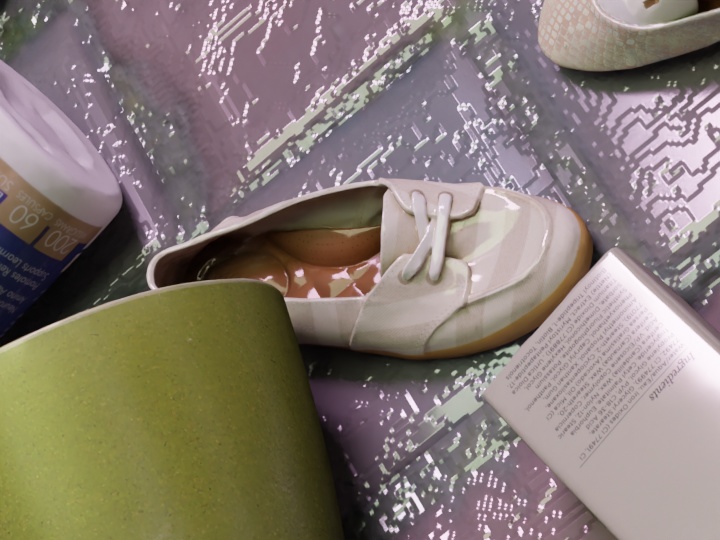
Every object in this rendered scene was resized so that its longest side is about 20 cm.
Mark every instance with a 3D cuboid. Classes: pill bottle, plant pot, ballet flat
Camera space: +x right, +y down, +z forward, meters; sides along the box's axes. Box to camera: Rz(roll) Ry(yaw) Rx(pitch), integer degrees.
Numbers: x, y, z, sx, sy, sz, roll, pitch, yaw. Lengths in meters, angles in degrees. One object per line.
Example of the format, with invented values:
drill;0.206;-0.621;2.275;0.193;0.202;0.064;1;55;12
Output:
pill bottle;-0.213;0.001;1.065;0.200;0.111;0.111;-46;55;8
plant pot;-0.075;0.135;0.908;0.187;0.187;0.201;-31;74;17
ballet flat;0.152;-0.132;0.927;0.199;0.062;0.068;-14;64;26

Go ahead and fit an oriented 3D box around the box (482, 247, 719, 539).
box;0.141;0.086;0.845;0.082;0.068;0.200;-47;55;7

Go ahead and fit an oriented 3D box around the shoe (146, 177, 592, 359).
shoe;0.000;0.000;0.972;0.199;0.053;0.070;-7;68;29
